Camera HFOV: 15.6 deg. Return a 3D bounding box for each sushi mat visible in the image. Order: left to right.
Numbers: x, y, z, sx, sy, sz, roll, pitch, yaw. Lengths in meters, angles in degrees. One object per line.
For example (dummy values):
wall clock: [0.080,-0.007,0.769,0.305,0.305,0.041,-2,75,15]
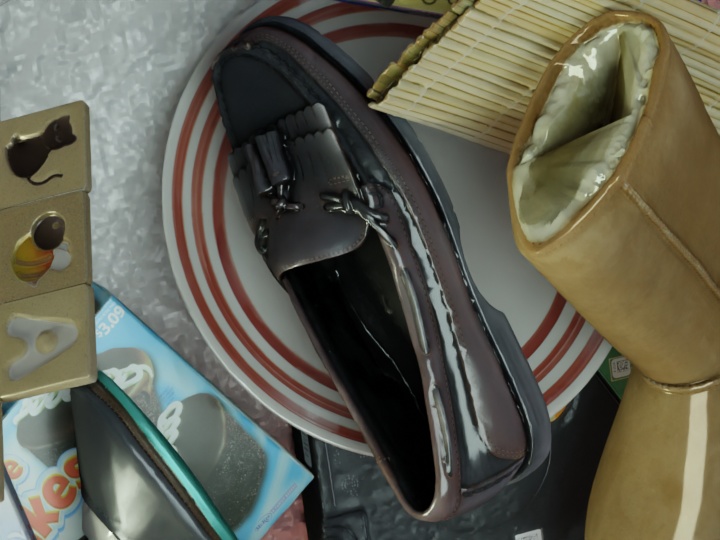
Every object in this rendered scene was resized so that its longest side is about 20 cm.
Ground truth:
sushi mat: [0.100,-0.068,0.995,0.200,0.012,0.096,16,135,-44]

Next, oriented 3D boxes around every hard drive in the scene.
hard drive: [0.071,0.066,1.099,0.200,0.038,0.140,-13,106,-16]

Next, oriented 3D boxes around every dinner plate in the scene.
dinner plate: [0.016,-0.023,1.042,0.200,0.024,0.201,4,77,-17]

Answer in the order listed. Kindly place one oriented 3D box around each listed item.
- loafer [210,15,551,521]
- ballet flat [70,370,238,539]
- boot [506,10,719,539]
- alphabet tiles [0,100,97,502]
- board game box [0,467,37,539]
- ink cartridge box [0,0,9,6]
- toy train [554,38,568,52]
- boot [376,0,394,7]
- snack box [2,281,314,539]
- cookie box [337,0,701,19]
loafer: [0.000,0.000,0.976,0.063,0.072,0.200,-33,94,-43]
ballet flat: [-0.059,0.126,1.007,0.073,0.073,0.200,-45,117,-6]
boot: [0.100,0.025,0.990,0.200,0.066,0.176,46,59,-54]
alphabet tiles: [-0.179,0.011,0.878,0.200,0.167,0.006,-13,153,18]
board game box: [-0.199,0.168,0.973,0.200,0.041,0.200,-24,89,-5]
ink cartridge box: [-0.153,-0.151,0.872,0.200,0.084,0.145,-27,154,14]
toy train: [0.035,-0.165,0.939,0.199,0.056,0.151,13,94,-15]
boot: [0.009,-0.181,0.818,0.079,0.211,0.158,42,96,18]
snack box: [-0.127,0.117,1.037,0.116,0.037,0.200,43,85,-21]
cookie box: [0.056,-0.194,1.008,0.171,0.075,0.201,8,96,-17]
